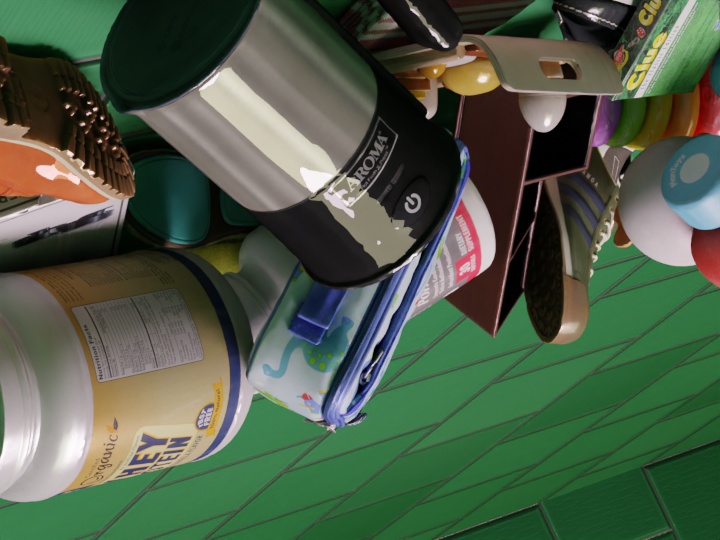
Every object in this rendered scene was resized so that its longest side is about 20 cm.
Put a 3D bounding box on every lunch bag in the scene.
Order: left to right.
[{"bbox_3d":[0.000,0.000,1.467,0.161,0.082,0.201,80,35,-81],"label":"lunch bag"}]

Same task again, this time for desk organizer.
[{"bbox_3d":[0.113,-0.058,1.698,0.072,0.077,0.201,-15,127,-34],"label":"desk organizer"}]

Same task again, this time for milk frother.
[{"bbox_3d":[-0.061,-0.112,1.339,0.199,0.181,0.188,0,148,43],"label":"milk frother"}]

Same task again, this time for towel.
[{"bbox_3d":[0.083,-0.195,1.471,0.146,0.030,0.200,-10,163,-44],"label":"towel"}]

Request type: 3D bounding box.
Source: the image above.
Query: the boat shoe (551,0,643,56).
[{"bbox_3d":[0.174,-0.162,1.612,0.200,0.075,0.061,12,102,-64],"label":"boat shoe"}]

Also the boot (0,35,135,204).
[{"bbox_3d":[-0.211,-0.073,1.323,0.107,0.075,0.200,-27,154,21],"label":"boot"}]

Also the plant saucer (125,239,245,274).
[{"bbox_3d":[-0.114,0.020,1.732,0.199,0.048,0.200,-6,170,-30],"label":"plant saucer"}]

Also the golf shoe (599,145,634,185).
[{"bbox_3d":[0.191,-0.068,2.002,0.094,0.078,0.200,-23,167,-10],"label":"golf shoe"}]

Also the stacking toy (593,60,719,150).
[{"bbox_3d":[0.195,-0.133,1.766,0.199,0.110,0.116,-4,158,-26],"label":"stacking toy"}]

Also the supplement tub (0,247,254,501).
[{"bbox_3d":[-0.182,0.067,1.478,0.200,0.145,0.144,-11,160,-43],"label":"supplement tub"}]

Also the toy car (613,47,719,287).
[{"bbox_3d":[0.260,-0.067,1.697,0.184,0.177,0.200,37,161,-35],"label":"toy car"}]

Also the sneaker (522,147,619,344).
[{"bbox_3d":[0.169,-0.038,1.783,0.090,0.201,0.067,3,153,-24],"label":"sneaker"}]

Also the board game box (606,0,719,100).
[{"bbox_3d":[0.235,-0.202,1.547,0.105,0.023,0.200,-12,137,-51],"label":"board game box"}]

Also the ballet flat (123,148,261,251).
[{"bbox_3d":[-0.119,-0.047,1.599,0.071,0.071,0.200,-34,162,33],"label":"ballet flat"}]

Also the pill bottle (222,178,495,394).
[{"bbox_3d":[-0.014,0.000,1.611,0.200,0.111,0.111,-33,169,-20],"label":"pill bottle"}]

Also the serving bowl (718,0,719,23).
[{"bbox_3d":[0.301,-0.213,1.523,0.200,0.066,0.201,-33,146,-26],"label":"serving bowl"}]

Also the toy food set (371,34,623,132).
[{"bbox_3d":[0.055,-0.113,1.545,0.199,0.061,0.143,-9,178,37],"label":"toy food set"}]

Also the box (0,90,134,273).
[{"bbox_3d":[-0.214,-0.033,1.484,0.116,0.060,0.200,-21,166,-16],"label":"box"}]
